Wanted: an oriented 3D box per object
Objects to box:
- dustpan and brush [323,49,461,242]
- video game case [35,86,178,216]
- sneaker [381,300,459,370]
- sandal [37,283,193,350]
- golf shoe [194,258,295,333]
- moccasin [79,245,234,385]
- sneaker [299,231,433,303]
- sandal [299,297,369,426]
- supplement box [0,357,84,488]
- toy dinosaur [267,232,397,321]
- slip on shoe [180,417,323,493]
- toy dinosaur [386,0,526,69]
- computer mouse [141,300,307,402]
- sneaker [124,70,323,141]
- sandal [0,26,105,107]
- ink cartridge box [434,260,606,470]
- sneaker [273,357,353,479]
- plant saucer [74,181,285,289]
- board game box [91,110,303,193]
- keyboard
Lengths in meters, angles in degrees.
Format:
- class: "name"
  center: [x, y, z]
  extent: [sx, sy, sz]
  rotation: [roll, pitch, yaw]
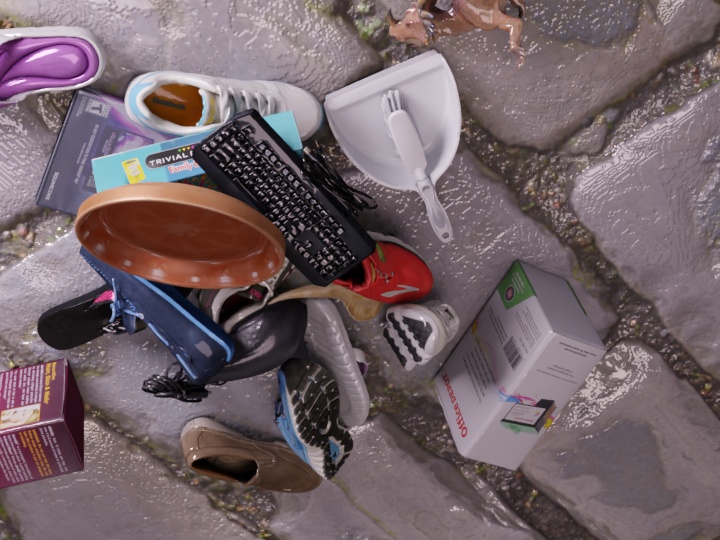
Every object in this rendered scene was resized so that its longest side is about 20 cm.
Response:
- class: "dustpan and brush"
  center: [0.059, -0.118, 1.255]
  extent: [0.139, 0.057, 0.200]
  rotation: [-23, 126, 4]
- class: "video game case"
  center: [-0.224, -0.102, 1.231]
  extent: [0.199, 0.019, 0.143]
  rotation: [17, 119, -21]
- class: "sneaker"
  center: [0.075, 0.062, 1.328]
  extent: [0.081, 0.200, 0.075]
  rotation: [-29, 86, -7]
- class: "sandal"
  center: [-0.269, 0.043, 1.304]
  extent: [0.200, 0.045, 0.075]
  rotation: [-27, 124, 6]
- class: "golf shoe"
  center: [-0.099, -0.006, 1.283]
  extent: [0.077, 0.088, 0.200]
  rotation: [35, 110, -28]
- class: "moccasin"
  center: [-0.226, 0.044, 1.233]
  extent: [0.200, 0.080, 0.068]
  rotation: [41, 96, 7]
- class: "sneaker"
  center: [0.000, 0.000, 1.229]
  extent: [0.200, 0.085, 0.077]
  rotation: [20, 108, -33]
- class: "sandal"
  center: [-0.021, 0.106, 1.397]
  extent: [0.050, 0.082, 0.203]
  rotation: [-44, 138, -35]
- class: "supplement box"
  center: [-0.422, 0.184, 1.328]
  extent: [0.199, 0.110, 0.086]
  rotation: [-12, 126, -4]
- class: "toy dinosaur"
  center: [0.000, 0.009, 1.307]
  extent: [0.199, 0.058, 0.101]
  rotation: [2, 104, -37]
- class: "slip on shoe"
  center: [-0.133, 0.246, 1.464]
  extent: [0.200, 0.061, 0.076]
  rotation: [28, 116, -27]
- class: "toy dinosaur"
  center: [0.118, -0.289, 1.141]
  extent: [0.135, 0.086, 0.200]
  rotation: [19, 113, -16]
- class: "computer mouse"
  center: [-0.138, 0.105, 1.329]
  extent: [0.200, 0.053, 0.138]
  rotation: [-31, 165, 10]
- class: "sneaker"
  center: [-0.133, -0.156, 1.164]
  extent: [0.199, 0.081, 0.077]
  rotation: [2, 99, -15]
- class: "sandal"
  center: [-0.346, -0.188, 1.113]
  extent: [0.202, 0.050, 0.083]
  rotation: [-16, 123, 2]
- class: "ink cartridge box"
  center: [0.185, 0.115, 1.392]
  extent: [0.084, 0.145, 0.200]
  rotation: [20, 118, -24]
- class: "sneaker"
  center: [-0.076, 0.176, 1.407]
  extent: [0.078, 0.090, 0.200]
  rotation: [-49, 146, -31]
- class: "plant saucer"
  center: [-0.170, -0.035, 1.113]
  extent: [0.199, 0.032, 0.200]
  rotation: [4, 156, 2]
- class: "board game box"
  center: [-0.153, -0.083, 1.178]
  extent: [0.199, 0.047, 0.151]
  rotation: [-15, 158, -3]
- class: "keyboard"
  center: [-0.060, -0.069, 1.107]
  extent: [0.104, 0.040, 0.200]
  rotation: [-38, 119, 11]
